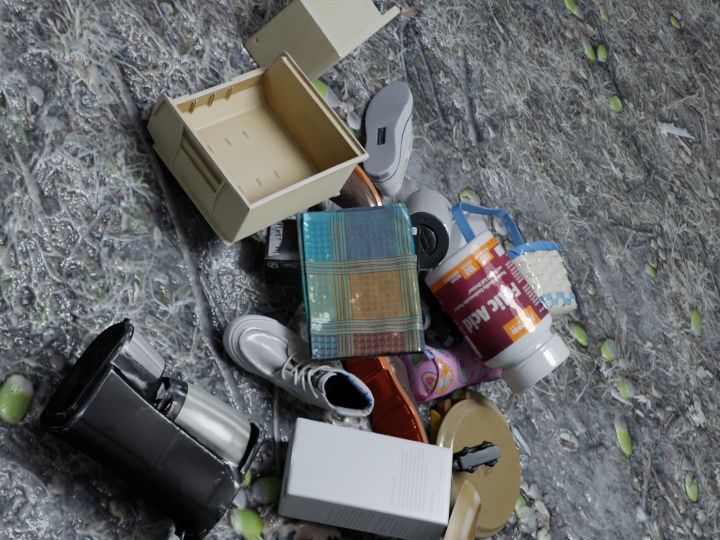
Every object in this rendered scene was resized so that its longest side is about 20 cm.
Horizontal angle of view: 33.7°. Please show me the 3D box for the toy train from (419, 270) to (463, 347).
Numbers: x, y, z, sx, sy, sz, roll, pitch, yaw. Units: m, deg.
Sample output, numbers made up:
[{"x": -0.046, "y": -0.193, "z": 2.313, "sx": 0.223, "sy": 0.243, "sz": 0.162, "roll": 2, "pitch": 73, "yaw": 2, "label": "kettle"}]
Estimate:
[{"x": 0.099, "y": 0.035, "z": 1.677, "sx": 0.045, "sy": 0.034, "sz": 0.201, "roll": 19, "pitch": 31, "yaw": -36, "label": "toy train"}]

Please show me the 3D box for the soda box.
[{"x": -0.023, "y": -0.020, "z": 1.523, "sx": 0.197, "sy": 0.071, "sz": 0.064, "roll": 3, "pitch": 61, "yaw": 0, "label": "soda box"}]

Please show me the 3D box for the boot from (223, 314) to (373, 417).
[{"x": -0.069, "y": 0.118, "z": 1.447, "sx": 0.199, "sy": 0.095, "sz": 0.074, "roll": 30, "pitch": 81, "yaw": -32, "label": "boot"}]

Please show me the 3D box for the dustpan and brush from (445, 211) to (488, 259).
[{"x": 0.144, "y": 0.002, "z": 1.793, "sx": 0.200, "sy": 0.057, "sz": 0.141, "roll": -37, "pitch": 109, "yaw": -56, "label": "dustpan and brush"}]

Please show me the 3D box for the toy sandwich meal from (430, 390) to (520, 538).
[{"x": 0.147, "y": 0.266, "z": 1.632, "sx": 0.204, "sy": 0.070, "sz": 0.208, "roll": 16, "pitch": 68, "yaw": -45, "label": "toy sandwich meal"}]

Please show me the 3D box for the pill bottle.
[{"x": 0.186, "y": 0.058, "z": 1.603, "sx": 0.201, "sy": 0.114, "sz": 0.114, "roll": 53, "pitch": 40, "yaw": 3, "label": "pill bottle"}]

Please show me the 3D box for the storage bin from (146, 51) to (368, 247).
[{"x": -0.133, "y": -0.160, "z": 1.493, "sx": 0.199, "sy": 0.094, "sz": 0.199, "roll": -28, "pitch": 73, "yaw": -37, "label": "storage bin"}]

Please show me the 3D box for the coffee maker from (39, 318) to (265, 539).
[{"x": -0.224, "y": 0.182, "z": 1.231, "sx": 0.199, "sy": 0.134, "sz": 0.194, "roll": 40, "pitch": 45, "yaw": -23, "label": "coffee maker"}]

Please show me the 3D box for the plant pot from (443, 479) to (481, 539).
[{"x": 0.115, "y": 0.360, "z": 1.463, "sx": 0.027, "sy": 0.202, "sz": 0.201, "roll": 15, "pitch": 44, "yaw": 12, "label": "plant pot"}]

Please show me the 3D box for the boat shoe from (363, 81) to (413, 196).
[{"x": 0.049, "y": -0.197, "z": 1.796, "sx": 0.070, "sy": 0.070, "sz": 0.202, "roll": 61, "pitch": 27, "yaw": -45, "label": "boat shoe"}]

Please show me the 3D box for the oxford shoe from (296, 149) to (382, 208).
[{"x": -0.055, "y": -0.122, "z": 1.606, "sx": 0.199, "sy": 0.072, "sz": 0.073, "roll": 40, "pitch": 50, "yaw": 18, "label": "oxford shoe"}]

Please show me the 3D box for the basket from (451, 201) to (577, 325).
[{"x": 0.215, "y": -0.007, "z": 1.730, "sx": 0.175, "sy": 0.138, "sz": 0.202, "roll": 4, "pitch": 60, "yaw": -56, "label": "basket"}]

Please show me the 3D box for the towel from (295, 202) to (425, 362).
[{"x": -0.001, "y": 0.012, "z": 1.457, "sx": 0.144, "sy": 0.022, "sz": 0.203, "roll": -5, "pitch": 65, "yaw": -3, "label": "towel"}]

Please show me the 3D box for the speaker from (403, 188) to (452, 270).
[{"x": 0.090, "y": -0.061, "z": 1.674, "sx": 0.082, "sy": 0.081, "sz": 0.200, "roll": 54, "pitch": 12, "yaw": -8, "label": "speaker"}]

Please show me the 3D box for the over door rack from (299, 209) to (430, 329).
[{"x": 0.000, "y": 0.000, "z": 1.633, "sx": 0.147, "sy": 0.067, "sz": 0.202, "roll": 7, "pitch": 50, "yaw": -45, "label": "over door rack"}]

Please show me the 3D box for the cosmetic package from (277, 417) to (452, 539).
[{"x": 0.007, "y": 0.253, "z": 1.421, "sx": 0.197, "sy": 0.074, "sz": 0.103, "roll": 13, "pitch": 55, "yaw": -6, "label": "cosmetic package"}]

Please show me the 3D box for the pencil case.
[{"x": 0.135, "y": 0.129, "z": 1.679, "sx": 0.199, "sy": 0.087, "sz": 0.088, "roll": -8, "pitch": 74, "yaw": -47, "label": "pencil case"}]

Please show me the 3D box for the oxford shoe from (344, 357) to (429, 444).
[{"x": 0.051, "y": 0.170, "z": 1.580, "sx": 0.072, "sy": 0.071, "sz": 0.202, "roll": -18, "pitch": 83, "yaw": -57, "label": "oxford shoe"}]

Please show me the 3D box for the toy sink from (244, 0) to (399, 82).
[{"x": -0.054, "y": -0.356, "z": 1.719, "sx": 0.113, "sy": 0.130, "sz": 0.200, "roll": 53, "pitch": 42, "yaw": -9, "label": "toy sink"}]

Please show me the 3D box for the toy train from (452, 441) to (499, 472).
[{"x": 0.082, "y": 0.257, "z": 1.513, "sx": 0.197, "sy": 0.046, "sz": 0.035, "roll": -15, "pitch": 87, "yaw": -14, "label": "toy train"}]
